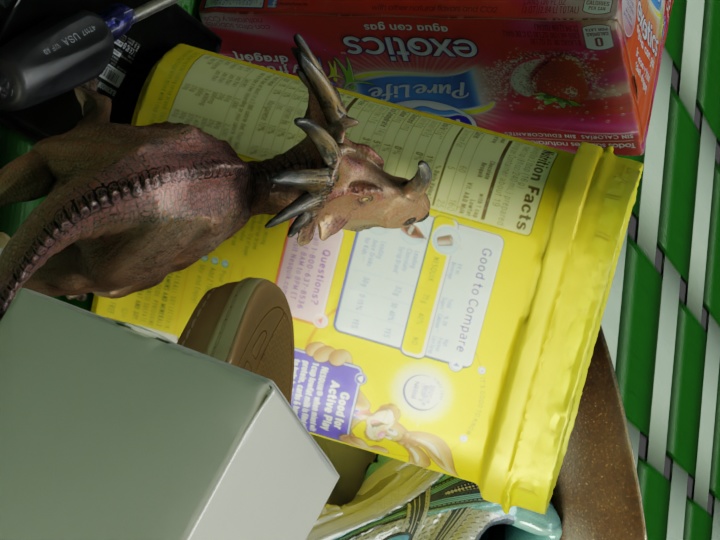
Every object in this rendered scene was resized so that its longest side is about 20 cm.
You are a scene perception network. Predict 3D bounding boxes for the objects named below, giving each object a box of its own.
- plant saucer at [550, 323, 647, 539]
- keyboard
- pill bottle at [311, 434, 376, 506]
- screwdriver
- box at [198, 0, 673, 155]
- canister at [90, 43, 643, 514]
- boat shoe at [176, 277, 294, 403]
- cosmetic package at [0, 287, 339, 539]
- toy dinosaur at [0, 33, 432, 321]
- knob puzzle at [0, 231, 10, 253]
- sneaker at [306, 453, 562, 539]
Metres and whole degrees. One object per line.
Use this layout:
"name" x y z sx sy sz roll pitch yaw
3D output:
"plant saucer" 0.092 0.092 1.269 0.200 0.037 0.201 169 -90 -84
"keyboard" -0.109 -0.099 1.105 0.104 0.040 0.200 -62 163 -1
"pill bottle" -0.020 0.052 1.259 0.200 0.112 0.113 -48 139 -51
"screwdriver" -0.084 -0.103 1.072 0.200 0.029 0.028 -42 153 -54
"box" 0.038 -0.122 1.284 0.096 0.199 0.100 71 27 -50
"canister" 0.000 0.000 1.128 0.087 0.199 0.149 -55 160 -71
"boat shoe" -0.083 0.091 1.012 0.200 0.064 0.071 -69 154 -14
"cosmetic package" -0.104 0.119 0.907 0.200 0.107 0.085 -60 152 -17
"toy dinosaur" -0.068 -0.029 1.000 0.200 0.135 0.086 -29 109 -58
"knob puzzle" -0.139 0.085 1.018 0.220 0.030 0.220 3 90 -73
"sneaker" 0.007 0.136 1.151 0.200 0.086 0.078 -39 155 -31
